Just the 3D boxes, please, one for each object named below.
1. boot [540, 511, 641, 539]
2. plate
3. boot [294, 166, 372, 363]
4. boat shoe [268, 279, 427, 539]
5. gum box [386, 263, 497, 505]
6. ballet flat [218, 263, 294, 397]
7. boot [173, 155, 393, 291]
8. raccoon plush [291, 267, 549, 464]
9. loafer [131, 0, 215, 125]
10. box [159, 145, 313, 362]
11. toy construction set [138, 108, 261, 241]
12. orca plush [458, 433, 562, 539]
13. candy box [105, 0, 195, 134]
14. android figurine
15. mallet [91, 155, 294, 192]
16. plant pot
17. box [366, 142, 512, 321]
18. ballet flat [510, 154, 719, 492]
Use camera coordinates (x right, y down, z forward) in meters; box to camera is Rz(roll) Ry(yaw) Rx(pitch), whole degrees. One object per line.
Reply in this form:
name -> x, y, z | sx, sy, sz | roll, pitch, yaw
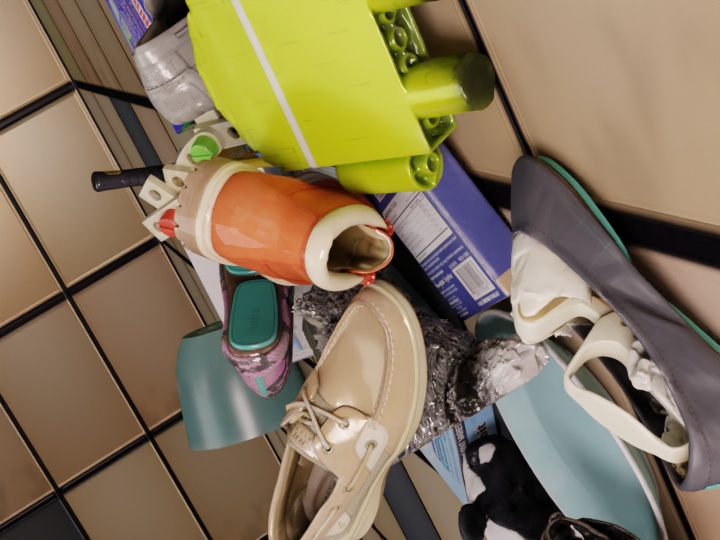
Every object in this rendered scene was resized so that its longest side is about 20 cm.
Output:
boot -> 0.166, 0.209, 0.738 | 0.175, 0.069, 0.199 | 49, 161, -17
plate -> 0.139, 0.107, 0.779 | 0.201, 0.025, 0.201 | 55, 167, 19
boot -> -0.001, 0.001, 0.917 | 0.182, 0.072, 0.202 | 48, 143, 41
boat shoe -> -0.014, 0.099, 0.760 | 0.072, 0.064, 0.202 | 41, 129, 34
gum box -> 0.046, 0.083, 1.049 | 0.200, 0.044, 0.171 | 48, 162, 41
ballet flat -> -0.080, 0.022, 0.992 | 0.202, 0.068, 0.072 | -93, -2, -48
boot -> -0.017, -0.017, 0.745 | 0.106, 0.076, 0.199 | 17, -174, 24
raccoon plush -> 0.041, 0.034, 0.792 | 0.135, 0.096, 0.200 | 59, 139, 8
loafer -> -0.114, -0.184, 0.855 | 0.070, 0.069, 0.201 | 53, -155, -32
box -> -0.093, -0.024, 1.138 | 0.113, 0.100, 0.202 | -86, -25, -60
toy construction set -> -0.104, -0.119, 0.903 | 0.130, 0.202, 0.092 | -8, 142, 32
orca plush -> 0.132, 0.192, 0.887 | 0.071, 0.104, 0.201 | -55, 26, 34
candy box -> -0.170, -0.228, 1.115 | 0.171, 0.076, 0.200 | 62, 169, -4
android figurine -> -0.021, -0.120, 0.672 | 0.198, 0.041, 0.184 | -3, 122, 45
mallet -> -0.110, -0.079, 0.965 | 0.066, 0.198, 0.042 | 34, 130, 51
plant pot -> -0.186, 0.157, 1.833 | 0.200, 0.198, 0.163 | -176, 68, -75
box -> 0.027, -0.062, 0.774 | 0.201, 0.032, 0.121 | 51, 168, 2
ballet flat -> 0.114, 0.024, 0.581 | 0.201, 0.072, 0.073 | 53, 166, 30
